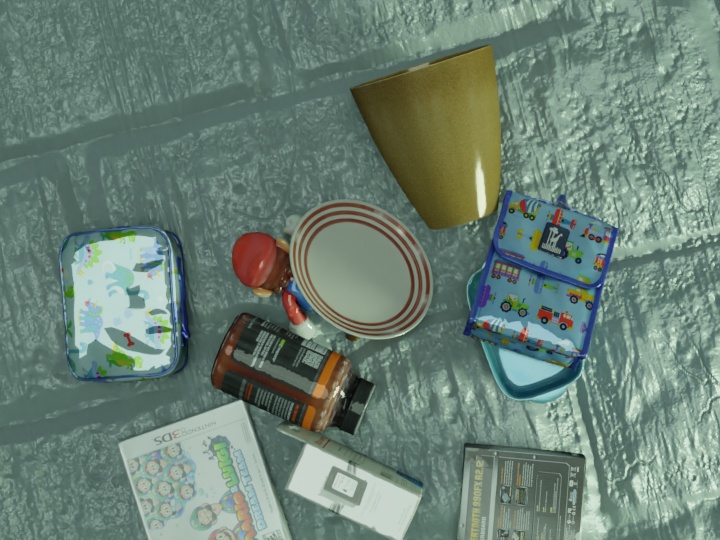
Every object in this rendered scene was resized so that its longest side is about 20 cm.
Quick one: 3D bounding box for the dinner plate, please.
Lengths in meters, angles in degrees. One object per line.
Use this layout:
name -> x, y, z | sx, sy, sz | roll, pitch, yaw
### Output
dinner plate -> 0.000, 0.000, 1.533 | 0.198, 0.024, 0.202 | 12, 56, -18

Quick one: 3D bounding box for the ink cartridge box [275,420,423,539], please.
ink cartridge box -> -0.024, 0.264, 1.523 | 0.198, 0.116, 0.067 | 24, 90, 5

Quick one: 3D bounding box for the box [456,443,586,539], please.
box -> 0.202, 0.329, 1.539 | 0.157, 0.048, 0.202 | 4, 88, 4

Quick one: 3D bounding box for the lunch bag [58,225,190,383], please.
lunch bag -> -0.302, 0.045, 1.566 | 0.159, 0.082, 0.202 | -6, 87, 4

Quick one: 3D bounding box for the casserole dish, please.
casserole dish -> 0.211, 0.072, 1.554 | 0.120, 0.039, 0.202 | -20, 87, 2

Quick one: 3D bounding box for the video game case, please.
video game case -> -0.205, 0.291, 1.578 | 0.180, 0.024, 0.202 | -19, 87, 3

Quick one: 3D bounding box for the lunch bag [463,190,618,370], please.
lunch bag -> 0.230, 0.002, 1.506 | 0.149, 0.094, 0.202 | 17, 76, 5

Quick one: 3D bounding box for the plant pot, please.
plant pot -> 0.102, -0.160, 1.513 | 0.184, 0.186, 0.202 | -16, 99, 3

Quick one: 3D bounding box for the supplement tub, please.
supplement tub -> -0.084, 0.139, 1.536 | 0.198, 0.107, 0.108 | 24, 89, 4

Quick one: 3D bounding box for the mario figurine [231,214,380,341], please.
mario figurine -> -0.075, 0.011, 1.570 | 0.199, 0.106, 0.124 | 28, 53, -6
